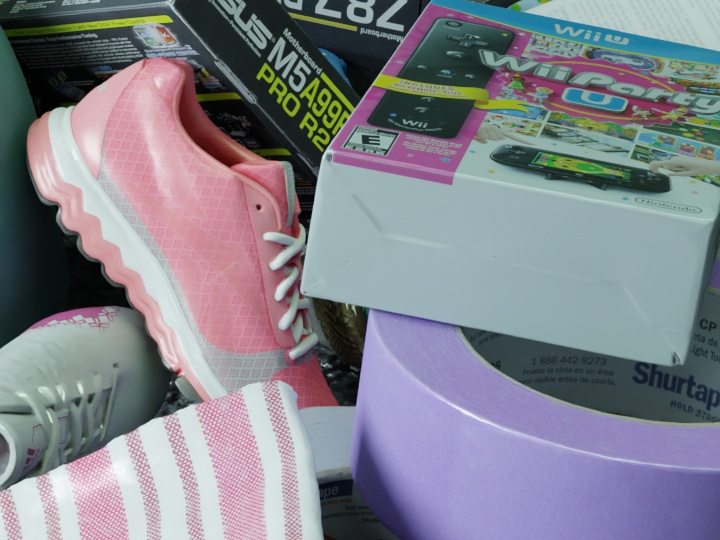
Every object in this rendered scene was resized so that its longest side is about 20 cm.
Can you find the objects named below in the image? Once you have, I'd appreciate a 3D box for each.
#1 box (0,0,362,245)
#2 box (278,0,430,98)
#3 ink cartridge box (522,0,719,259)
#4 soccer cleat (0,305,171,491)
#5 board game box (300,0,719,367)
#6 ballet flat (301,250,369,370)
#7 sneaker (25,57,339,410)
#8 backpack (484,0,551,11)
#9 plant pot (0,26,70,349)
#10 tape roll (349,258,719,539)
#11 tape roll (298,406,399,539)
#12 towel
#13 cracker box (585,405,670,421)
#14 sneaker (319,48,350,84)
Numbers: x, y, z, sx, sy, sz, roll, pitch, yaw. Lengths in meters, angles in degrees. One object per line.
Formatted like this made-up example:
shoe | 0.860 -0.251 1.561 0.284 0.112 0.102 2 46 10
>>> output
box | -0.092 -0.077 1.247 0.199 0.160 0.044 0 51 46
box | -0.048 -0.169 1.499 0.199 0.162 0.049 15 27 17
ink cartridge box | 0.182 -0.082 1.246 0.199 0.047 0.160 -19 47 -3
soccer cleat | -0.135 0.066 1.096 0.086 0.070 0.200 -5 14 46
board game box | 0.073 -0.040 1.089 0.147 0.065 0.200 12 23 9
ballet flat | 0.000 0.000 1.298 0.065 0.071 0.200 -16 18 18
sneaker | -0.051 -0.001 1.149 0.200 0.087 0.074 52 13 -2
backpack | 0.146 -0.069 1.382 0.162 0.154 0.201 3 44 -15
plant pot | -0.227 -0.052 1.180 0.199 0.162 0.201 1 40 -1
tape roll | 0.098 0.055 1.039 0.199 0.066 0.200 6 24 -3
tape roll | 0.008 0.126 1.025 0.199 0.066 0.201 5 26 -2
towel | -0.105 0.117 0.954 0.199 0.030 0.147 -23 36 6
cracker box | 0.110 0.054 1.196 0.133 0.058 0.200 19 30 29
sneaker | -0.073 -0.098 1.472 0.105 0.076 0.200 1 26 -44
